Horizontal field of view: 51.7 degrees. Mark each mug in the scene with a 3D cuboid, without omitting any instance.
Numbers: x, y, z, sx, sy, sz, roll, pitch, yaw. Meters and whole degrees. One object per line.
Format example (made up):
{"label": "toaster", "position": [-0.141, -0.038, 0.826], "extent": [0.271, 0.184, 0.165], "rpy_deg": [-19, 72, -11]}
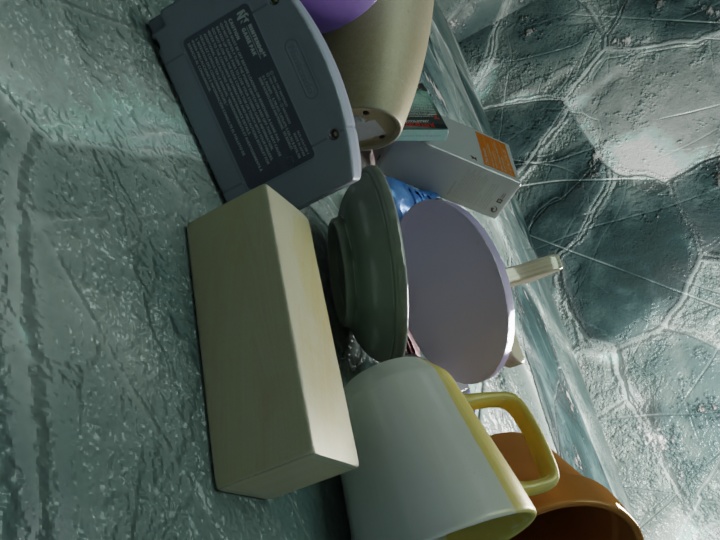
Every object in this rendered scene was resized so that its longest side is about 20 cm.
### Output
{"label": "mug", "position": [0.057, 0.163, 0.631], "extent": [0.186, 0.149, 0.154], "rpy_deg": [20, 39, -49]}

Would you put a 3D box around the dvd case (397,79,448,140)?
{"label": "dvd case", "position": [0.021, -0.239, 1.001], "extent": [0.201, 0.144, 0.022], "rpy_deg": [-110, -156, -43]}

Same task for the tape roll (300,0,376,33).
{"label": "tape roll", "position": [-0.053, -0.358, 0.776], "extent": [0.085, 0.198, 0.202], "rpy_deg": [29, 40, -60]}

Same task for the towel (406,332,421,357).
{"label": "towel", "position": [0.033, -0.001, 0.905], "extent": [0.145, 0.022, 0.202], "rpy_deg": [64, 13, -47]}

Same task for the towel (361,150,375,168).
{"label": "towel", "position": [0.007, -0.177, 1.068], "extent": [0.192, 0.032, 0.201], "rpy_deg": [53, 25, -36]}

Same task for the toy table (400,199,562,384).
{"label": "toy table", "position": [0.125, 0.020, 0.840], "extent": [0.117, 0.182, 0.203], "rpy_deg": [-2, 82, -56]}

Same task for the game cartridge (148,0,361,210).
{"label": "game cartridge", "position": [-0.082, -0.148, 0.626], "extent": [0.202, 0.132, 0.041], "rpy_deg": [66, 19, -2]}

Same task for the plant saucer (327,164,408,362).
{"label": "plant saucer", "position": [0.000, 0.000, 0.732], "extent": [0.200, 0.050, 0.203], "rpy_deg": [173, -90, -80]}

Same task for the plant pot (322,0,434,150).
{"label": "plant pot", "position": [0.001, -0.251, 0.872], "extent": [0.187, 0.185, 0.203], "rpy_deg": [34, 50, -58]}

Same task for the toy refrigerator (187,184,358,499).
{"label": "toy refrigerator", "position": [-0.064, 0.049, 0.528], "extent": [0.070, 0.075, 0.202], "rpy_deg": [38, 33, -55]}

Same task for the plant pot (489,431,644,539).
{"label": "plant pot", "position": [0.163, 0.261, 0.754], "extent": [0.201, 0.199, 0.140], "rpy_deg": [55, 5, -30]}

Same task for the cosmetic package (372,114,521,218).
{"label": "cosmetic package", "position": [0.119, -0.160, 1.047], "extent": [0.198, 0.072, 0.102], "rpy_deg": [18, 39, -20]}

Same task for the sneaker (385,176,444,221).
{"label": "sneaker", "position": [0.076, -0.088, 0.985], "extent": [0.200, 0.078, 0.067], "rpy_deg": [26, 51, -67]}

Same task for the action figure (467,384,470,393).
{"label": "action figure", "position": [0.136, 0.209, 0.905], "extent": [0.099, 0.065, 0.200], "rpy_deg": [48, 22, -14]}

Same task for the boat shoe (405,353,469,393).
{"label": "boat shoe", "position": [0.061, 0.128, 0.821], "extent": [0.070, 0.071, 0.199], "rpy_deg": [43, 14, 21]}
